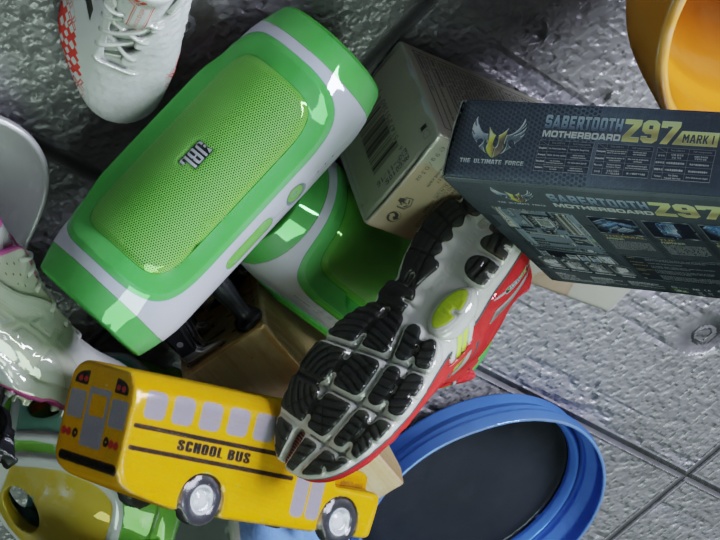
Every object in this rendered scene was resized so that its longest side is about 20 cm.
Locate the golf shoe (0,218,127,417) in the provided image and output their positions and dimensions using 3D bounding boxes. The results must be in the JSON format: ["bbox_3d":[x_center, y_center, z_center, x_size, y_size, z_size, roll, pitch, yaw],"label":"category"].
[{"bbox_3d":[-0.200,0.022,1.123,0.200,0.075,0.092,27,90,-40],"label":"golf shoe"}]

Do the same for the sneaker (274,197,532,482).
[{"bbox_3d":[0.035,0.052,1.134,0.200,0.077,0.085,-48,145,-12],"label":"sneaker"}]

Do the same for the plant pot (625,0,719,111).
[{"bbox_3d":[0.221,-0.185,1.066,0.200,0.183,0.200,-11,135,-11],"label":"plant pot"}]

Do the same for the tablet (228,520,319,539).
[{"bbox_3d":[-0.048,0.160,1.289,0.014,0.200,0.130,-30,135,24],"label":"tablet"}]

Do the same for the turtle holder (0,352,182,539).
[{"bbox_3d":[-0.168,0.139,1.242,0.132,0.186,0.141,16,155,-16],"label":"turtle holder"}]

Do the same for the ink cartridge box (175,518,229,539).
[{"bbox_3d":[-0.070,0.259,1.413,0.146,0.147,0.200,-24,135,3],"label":"ink cartridge box"}]

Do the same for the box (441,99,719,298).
[{"bbox_3d":[0.165,-0.034,1.048,0.200,0.051,0.158,5,162,31],"label":"box"}]

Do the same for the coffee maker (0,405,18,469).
[{"bbox_3d":[-0.329,0.081,1.083,0.192,0.135,0.200,-42,126,13],"label":"coffee maker"}]

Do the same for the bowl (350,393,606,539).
[{"bbox_3d":[0.082,0.170,1.445,0.200,0.039,0.201,-15,134,-16],"label":"bowl"}]

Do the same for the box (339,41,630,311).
[{"bbox_3d":[0.091,-0.055,1.210,0.200,0.095,0.078,20,124,-32],"label":"box"}]

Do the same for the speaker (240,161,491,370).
[{"bbox_3d":[0.000,0.000,1.234,0.088,0.089,0.200,-37,133,16],"label":"speaker"}]

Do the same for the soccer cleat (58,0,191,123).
[{"bbox_3d":[-0.119,-0.149,1.048,0.069,0.085,0.200,-2,132,-18],"label":"soccer cleat"}]

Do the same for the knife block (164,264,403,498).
[{"bbox_3d":[-0.068,0.058,1.208,0.064,0.200,0.176,-33,164,13],"label":"knife block"}]

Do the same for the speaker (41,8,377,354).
[{"bbox_3d":[-0.083,-0.051,1.102,0.200,0.088,0.088,-48,134,-7],"label":"speaker"}]

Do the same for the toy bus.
[{"bbox_3d":[-0.076,0.108,1.139,0.200,0.065,0.078,15,85,-43],"label":"toy bus"}]

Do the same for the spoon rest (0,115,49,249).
[{"bbox_3d":[-0.234,-0.012,1.158,0.099,0.061,0.200,-4,134,-16],"label":"spoon rest"}]
